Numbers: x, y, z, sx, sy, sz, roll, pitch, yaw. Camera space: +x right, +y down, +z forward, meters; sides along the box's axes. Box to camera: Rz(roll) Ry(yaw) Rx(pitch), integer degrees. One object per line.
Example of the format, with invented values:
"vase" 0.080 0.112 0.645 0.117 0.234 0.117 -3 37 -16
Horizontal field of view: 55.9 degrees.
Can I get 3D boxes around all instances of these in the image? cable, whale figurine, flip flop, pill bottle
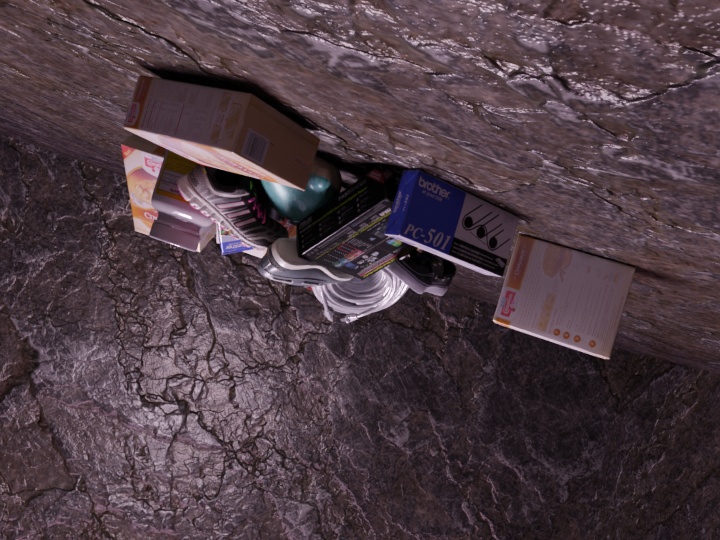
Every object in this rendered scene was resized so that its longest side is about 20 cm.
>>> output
"cable" 0.000 0.000 1.262 0.196 0.070 0.202 -15 135 12
"whale figurine" -0.115 -0.140 1.058 0.157 0.106 0.199 17 177 29
"flip flop" -0.210 -0.136 1.189 0.080 0.058 0.202 5 -136 -31
"pill bottle" -0.281 -0.140 1.124 0.109 0.204 0.111 18 178 1

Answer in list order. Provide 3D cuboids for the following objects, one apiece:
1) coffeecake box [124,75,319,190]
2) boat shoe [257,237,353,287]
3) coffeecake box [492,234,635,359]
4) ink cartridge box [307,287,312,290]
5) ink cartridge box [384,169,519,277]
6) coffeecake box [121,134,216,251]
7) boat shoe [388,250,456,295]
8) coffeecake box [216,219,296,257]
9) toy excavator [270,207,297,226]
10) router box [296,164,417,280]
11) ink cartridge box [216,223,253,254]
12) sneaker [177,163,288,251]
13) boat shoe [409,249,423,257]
"coffeecake box" -0.178 -0.178 0.881 0.197 0.075 0.153 18 179 31
"boat shoe" -0.088 -0.007 1.120 0.198 0.061 0.074 10 -131 -53
"coffeecake box" 0.341 0.044 1.151 0.196 0.157 0.073 18 177 15
"ink cartridge box" -0.024 -0.043 1.370 0.159 0.204 0.050 16 177 21
"ink cartridge box" 0.135 -0.065 0.980 0.197 0.096 0.044 20 176 -29
"coffeecake box" -0.366 -0.155 1.317 0.151 0.203 0.073 17 -138 12
"boat shoe" 0.111 -0.002 1.120 0.070 0.067 0.199 42 -168 28
"coffeecake box" -0.195 -0.105 1.491 0.196 0.155 0.074 18 138 6
"toy excavator" -0.062 -0.130 1.260 0.191 0.102 0.199 16 -169 24
"router box" 0.017 -0.068 1.059 0.198 0.063 0.148 -29 145 36
"ink cartridge box" -0.221 -0.107 1.314 0.117 0.203 0.042 -11 -135 -15
"sneaker" -0.183 -0.106 1.060 0.198 0.087 0.074 35 -156 -22
"boat shoe" 0.120 -0.061 1.475 0.069 0.072 0.200 17 179 -13
